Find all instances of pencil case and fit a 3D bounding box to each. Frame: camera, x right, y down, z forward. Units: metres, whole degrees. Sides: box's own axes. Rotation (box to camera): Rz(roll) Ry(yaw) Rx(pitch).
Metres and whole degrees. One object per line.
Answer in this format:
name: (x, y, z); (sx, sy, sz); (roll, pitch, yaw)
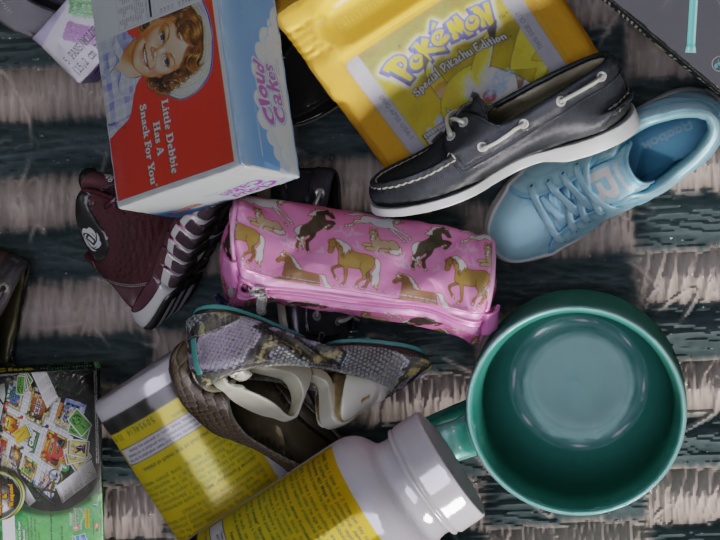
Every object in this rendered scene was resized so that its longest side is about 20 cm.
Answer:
pencil case: (0.000, 0.000, 1.264); (0.200, 0.083, 0.087); (8, 77, -8)

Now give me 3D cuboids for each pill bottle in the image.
pill bottle: (-0.020, 0.186, 1.224); (0.200, 0.112, 0.112); (-34, 92, 6)
pill bottle: (-0.100, 0.153, 1.335); (0.114, 0.114, 0.200); (-32, 92, 11)

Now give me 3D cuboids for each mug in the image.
mug: (0.141, 0.085, 1.293); (0.185, 0.114, 0.152); (16, 100, 6)

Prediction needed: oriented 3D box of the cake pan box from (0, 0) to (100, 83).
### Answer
cake pan box: (-0.205, -0.265, 1.323); (0.200, 0.052, 0.184); (-44, 88, 12)

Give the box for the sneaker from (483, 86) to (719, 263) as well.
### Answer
sneaker: (0.172, -0.070, 1.282); (0.200, 0.082, 0.074); (-35, 91, 11)

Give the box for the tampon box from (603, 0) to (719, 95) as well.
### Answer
tampon box: (0.239, -0.225, 1.228); (0.200, 0.126, 0.150); (40, 101, 1)

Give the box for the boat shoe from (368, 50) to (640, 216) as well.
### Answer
boat shoe: (0.093, -0.096, 1.253); (0.200, 0.076, 0.060); (-22, 113, 2)

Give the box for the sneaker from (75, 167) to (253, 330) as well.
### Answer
sneaker: (-0.152, -0.057, 1.315); (0.116, 0.076, 0.200); (39, 122, 9)

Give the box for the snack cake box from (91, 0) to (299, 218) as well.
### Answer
snack cake box: (-0.116, -0.147, 1.222); (0.115, 0.067, 0.200); (-15, 77, 32)

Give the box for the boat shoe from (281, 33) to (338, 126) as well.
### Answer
boat shoe: (-0.001, -0.182, 1.302); (0.201, 0.063, 0.074); (-42, 92, 13)

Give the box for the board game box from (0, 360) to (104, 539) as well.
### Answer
board game box: (-0.249, 0.168, 1.370); (0.105, 0.023, 0.200); (-3, 109, -15)

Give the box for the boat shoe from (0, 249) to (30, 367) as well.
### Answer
boat shoe: (-0.294, 0.080, 1.372); (0.065, 0.073, 0.200); (9, 99, 12)

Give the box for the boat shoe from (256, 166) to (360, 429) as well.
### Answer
boat shoe: (-0.026, 0.020, 1.328); (0.063, 0.073, 0.200); (-12, 92, 12)

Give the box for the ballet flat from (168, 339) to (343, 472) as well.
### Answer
ballet flat: (-0.052, 0.114, 1.281); (0.200, 0.067, 0.046); (42, 147, -17)

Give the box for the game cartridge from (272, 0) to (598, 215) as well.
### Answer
game cartridge: (0.063, -0.156, 1.266); (0.176, 0.032, 0.200); (-32, 123, 11)

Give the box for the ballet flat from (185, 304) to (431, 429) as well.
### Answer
ballet flat: (-0.036, 0.076, 1.255); (0.200, 0.072, 0.072); (14, 102, -34)
